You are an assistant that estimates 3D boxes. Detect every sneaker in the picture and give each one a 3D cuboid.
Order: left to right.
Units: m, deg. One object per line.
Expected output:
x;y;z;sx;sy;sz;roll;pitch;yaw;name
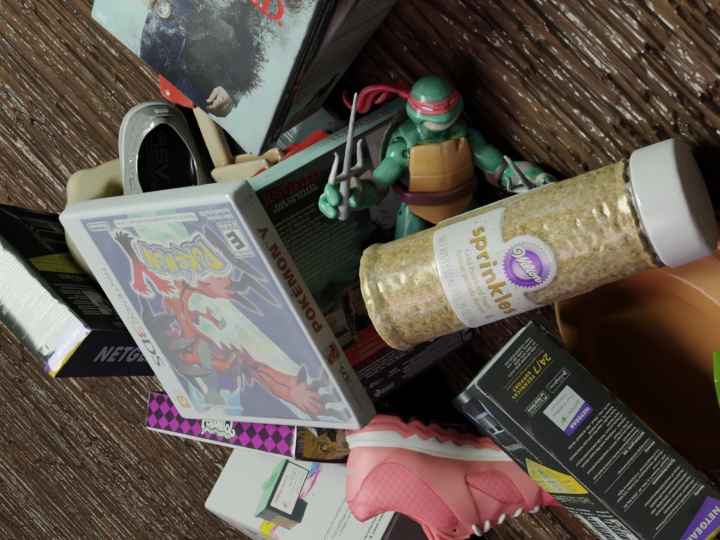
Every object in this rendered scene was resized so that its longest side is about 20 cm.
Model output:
-0.143;-0.026;1.053;0.082;0.075;0.201;-172;69;-79;sneaker
0.081;0.161;1.036;0.200;0.087;0.074;12;167;-6;sneaker

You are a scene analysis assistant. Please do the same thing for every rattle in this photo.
-0.174;0.014;1.187;0.200;0.130;0.143;61;141;22;rattle

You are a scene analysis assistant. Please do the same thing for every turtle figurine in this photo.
0.052;-0.050;0.906;0.149;0.101;0.200;-5;133;4;turtle figurine

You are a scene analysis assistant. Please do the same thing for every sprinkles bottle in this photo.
0.100;-0.012;0.825;0.200;0.068;0.068;-19;111;24;sprinkles bottle

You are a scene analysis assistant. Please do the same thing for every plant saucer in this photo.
0.197;0.050;0.885;0.200;0.037;0.200;31;143;27;plant saucer

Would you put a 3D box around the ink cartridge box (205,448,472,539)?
-0.014;0.223;1.239;0.200;0.084;0.145;14;159;43;ink cartridge box

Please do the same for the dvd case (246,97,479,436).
0.000;0.000;0.975;0.022;0.146;0.200;36;150;49;dvd case

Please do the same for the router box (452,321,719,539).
0.137;0.112;0.901;0.157;0.052;0.200;43;174;5;router box

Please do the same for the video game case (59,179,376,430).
-0.100;0.028;0.963;0.200;0.023;0.182;-4;122;47;video game case

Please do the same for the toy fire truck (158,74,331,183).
-0.066;-0.065;1.013;0.141;0.049;0.200;28;144;31;toy fire truck

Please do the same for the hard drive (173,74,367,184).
-0.076;-0.105;1.061;0.140;0.033;0.200;43;148;9;hard drive

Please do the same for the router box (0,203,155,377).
-0.234;0.018;1.185;0.157;0.052;0.200;43;-169;18;router box

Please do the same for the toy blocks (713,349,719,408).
0.277;0.114;0.785;0.136;0.100;0.200;-8;124;17;toy blocks

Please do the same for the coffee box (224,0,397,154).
-0.043;-0.179;0.869;0.113;0.080;0.200;47;139;5;coffee box

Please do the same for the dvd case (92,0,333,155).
-0.078;-0.178;0.812;0.146;0.022;0.200;41;137;11;dvd case

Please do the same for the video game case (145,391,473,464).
-0.042;0.125;1.145;0.200;0.181;0.036;3;86;50;video game case
